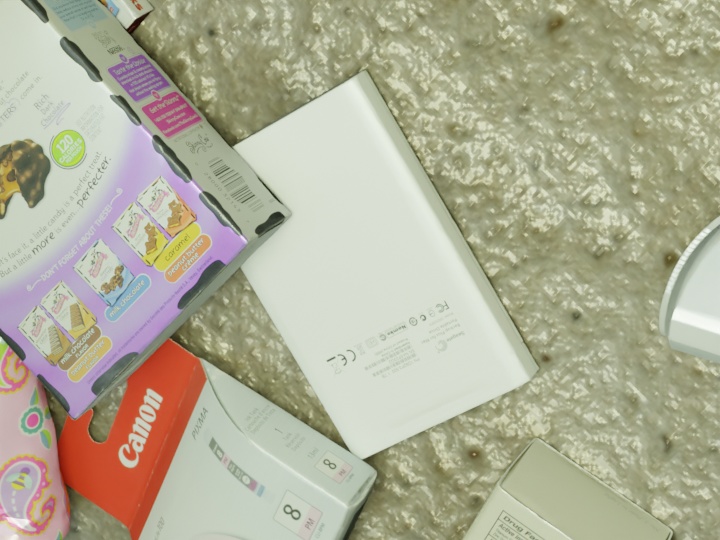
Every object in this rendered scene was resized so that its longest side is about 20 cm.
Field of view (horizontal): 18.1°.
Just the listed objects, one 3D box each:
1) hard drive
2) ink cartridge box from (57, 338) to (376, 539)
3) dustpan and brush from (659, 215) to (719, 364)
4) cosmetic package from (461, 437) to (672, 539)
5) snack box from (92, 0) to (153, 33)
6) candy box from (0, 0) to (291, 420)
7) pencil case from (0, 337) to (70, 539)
[{"bbox_3d":[0.000,0.000,1.322,0.131,0.026,0.201,-27,97,30],"label":"hard drive"},{"bbox_3d":[-0.104,0.137,1.397,0.199,0.057,0.163,30,127,7],"label":"ink cartridge box"},{"bbox_3d":[0.236,-0.018,1.189,0.139,0.057,0.201,18,116,17],"label":"dustpan and brush"},{"bbox_3d":[0.088,0.211,1.338,0.103,0.073,0.201,35,119,8],"label":"cosmetic package"},{"bbox_3d":[-0.212,-0.120,1.370,0.072,0.024,0.200,49,121,1],"label":"snack box"},{"bbox_3d":[-0.169,-0.046,1.316,0.200,0.072,0.168,48,116,2],"label":"candy box"},{"bbox_3d":[-0.235,0.081,1.424,0.087,0.087,0.201,2,110,23],"label":"pencil case"}]
